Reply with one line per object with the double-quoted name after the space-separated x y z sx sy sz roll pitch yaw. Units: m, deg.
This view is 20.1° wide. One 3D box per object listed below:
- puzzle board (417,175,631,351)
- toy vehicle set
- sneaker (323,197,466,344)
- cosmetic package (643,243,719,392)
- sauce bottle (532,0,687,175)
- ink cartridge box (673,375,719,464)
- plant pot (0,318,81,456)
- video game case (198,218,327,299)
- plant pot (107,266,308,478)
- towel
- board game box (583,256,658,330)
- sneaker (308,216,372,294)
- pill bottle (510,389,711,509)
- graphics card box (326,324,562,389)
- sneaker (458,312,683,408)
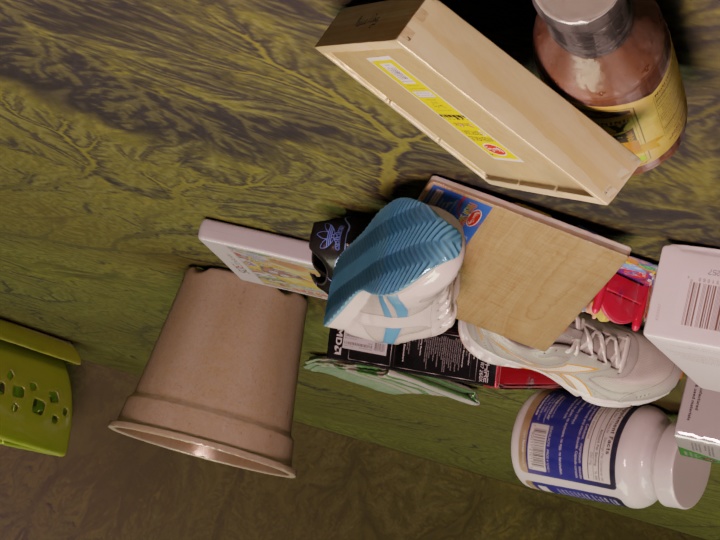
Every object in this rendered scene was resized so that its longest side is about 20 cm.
0.099 -0.005 1.505 0.151 0.017 0.200 21 155 -4 "puzzle board"
0.051 -0.084 1.000 0.124 0.027 0.200 37 177 -13 "toy vehicle set"
0.040 0.003 1.469 0.081 0.077 0.200 16 162 -15 "sneaker"
0.281 0.044 1.481 0.102 0.074 0.200 11 172 22 "cosmetic package"
0.113 -0.099 0.941 0.065 0.065 0.200 12 169 18 "sauce bottle"
0.391 0.142 1.832 0.200 0.084 0.146 13 170 13 "ink cartridge box"
-0.564 0.176 3.188 0.200 0.182 0.199 23 167 -37 "plant pot"
-0.034 0.003 1.870 0.200 0.023 0.182 13 170 12 "video game case"
-0.139 0.101 2.103 0.200 0.184 0.200 15 170 3 "plant pot"
0.039 0.136 2.515 0.152 0.023 0.200 20 169 -30 "towel"
0.172 0.019 1.586 0.158 0.039 0.200 14 170 6 "board game box"
0.000 0.000 1.673 0.078 0.070 0.200 12 162 5 "sneaker"
0.276 0.199 2.239 0.200 0.116 0.116 9 169 35 "pill bottle"
0.083 0.077 1.965 0.200 0.051 0.125 7 -178 35 "graphics card box"
0.183 0.064 1.752 0.200 0.076 0.092 14 166 1 "sneaker"
